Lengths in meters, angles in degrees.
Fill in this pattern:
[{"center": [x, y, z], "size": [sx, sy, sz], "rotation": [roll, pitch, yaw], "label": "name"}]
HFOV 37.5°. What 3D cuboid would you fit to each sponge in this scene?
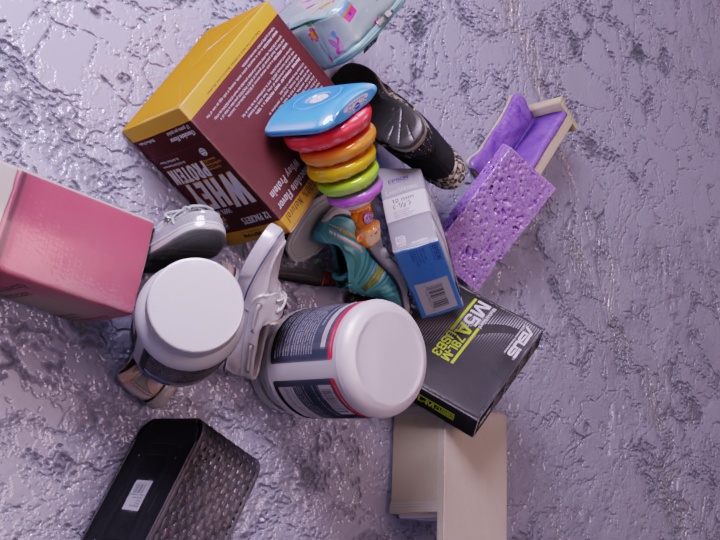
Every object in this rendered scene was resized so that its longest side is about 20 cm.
[{"center": [0.194, -0.079, 1.585], "size": [0.112, 0.030, 0.200], "rotation": [38, 90, -30], "label": "sponge"}]

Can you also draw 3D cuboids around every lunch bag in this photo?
[{"center": [-0.040, -0.318, 1.357], "size": [0.077, 0.200, 0.160], "rotation": [56, 51, -23], "label": "lunch bag"}]

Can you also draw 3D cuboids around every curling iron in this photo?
[{"center": [-0.050, 0.021, 1.416], "size": [0.200, 0.026, 0.050], "rotation": [18, 69, -38], "label": "curling iron"}]

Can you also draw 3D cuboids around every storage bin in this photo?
[{"center": [-0.215, 0.271, 1.159], "size": [0.094, 0.135, 0.200], "rotation": [41, 59, -30], "label": "storage bin"}]

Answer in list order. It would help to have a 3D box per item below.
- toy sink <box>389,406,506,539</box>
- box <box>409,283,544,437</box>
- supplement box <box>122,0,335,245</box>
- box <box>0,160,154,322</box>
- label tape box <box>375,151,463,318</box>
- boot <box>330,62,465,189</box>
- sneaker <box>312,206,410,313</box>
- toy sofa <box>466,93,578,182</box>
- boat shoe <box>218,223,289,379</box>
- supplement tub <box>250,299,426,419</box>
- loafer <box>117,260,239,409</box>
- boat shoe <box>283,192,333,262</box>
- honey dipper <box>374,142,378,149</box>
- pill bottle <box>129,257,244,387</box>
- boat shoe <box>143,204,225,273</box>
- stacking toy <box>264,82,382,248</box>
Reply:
[{"center": [0.121, 0.295, 1.473], "size": [0.130, 0.112, 0.201], "rotation": [14, 70, -39], "label": "toy sink"}, {"center": [0.123, 0.107, 1.460], "size": [0.200, 0.193, 0.048], "rotation": [-45, 154, -38], "label": "box"}, {"center": [-0.138, -0.174, 1.294], "size": [0.200, 0.133, 0.197], "rotation": [48, 56, -26], "label": "supplement box"}, {"center": [-0.338, -0.027, 1.099], "size": [0.200, 0.128, 0.109], "rotation": [22, 70, -37], "label": "box"}, {"center": [0.077, -0.059, 1.430], "size": [0.143, 0.066, 0.200], "rotation": [64, 14, -47], "label": "label tape box"}, {"center": [0.051, -0.195, 1.463], "size": [0.074, 0.204, 0.154], "rotation": [-49, 140, 5], "label": "boot"}, {"center": [0.000, 0.000, 1.403], "size": [0.080, 0.077, 0.200], "rotation": [-41, 121, -16], "label": "sneaker"}, {"center": [0.258, -0.198, 1.684], "size": [0.098, 0.083, 0.200], "rotation": [52, 54, -25], "label": "toy sofa"}, {"center": [-0.117, 0.039, 1.262], "size": [0.065, 0.200, 0.074], "rotation": [24, 27, 5], "label": "boat shoe"}, {"center": [-0.031, 0.112, 1.303], "size": [0.140, 0.200, 0.141], "rotation": [7, 80, -41], "label": "supplement tub"}, {"center": [-0.211, 0.063, 1.242], "size": [0.063, 0.072, 0.200], "rotation": [39, 63, -22], "label": "loafer"}, {"center": [-0.055, -0.091, 1.409], "size": [0.200, 0.060, 0.076], "rotation": [-50, 144, -34], "label": "boat shoe"}, {"center": [0.013, -0.162, 1.497], "size": [0.038, 0.038, 0.200], "rotation": [34, 59, -33], "label": "honey dipper"}, {"center": [-0.183, 0.055, 1.117], "size": [0.113, 0.200, 0.114], "rotation": [3, 76, -14], "label": "pill bottle"}, {"center": [-0.205, -0.041, 1.172], "size": [0.074, 0.202, 0.065], "rotation": [0, 81, -26], "label": "boat shoe"}, {"center": [-0.016, -0.113, 1.250], "size": [0.116, 0.110, 0.200], "rotation": [-42, 122, -39], "label": "stacking toy"}]
